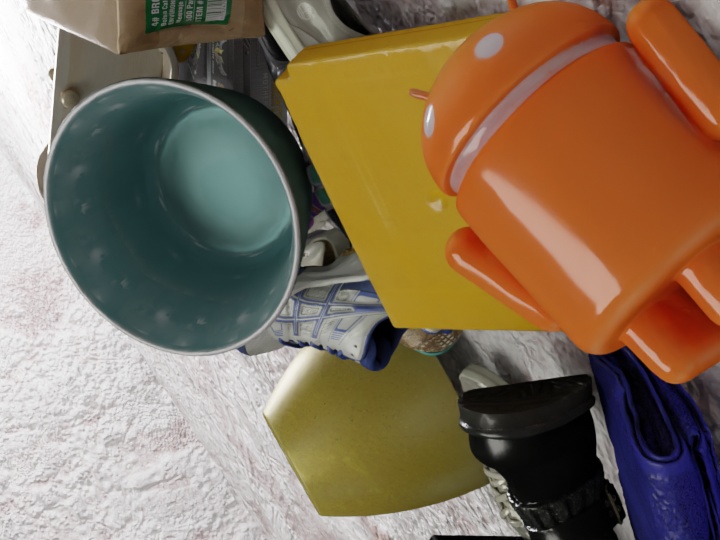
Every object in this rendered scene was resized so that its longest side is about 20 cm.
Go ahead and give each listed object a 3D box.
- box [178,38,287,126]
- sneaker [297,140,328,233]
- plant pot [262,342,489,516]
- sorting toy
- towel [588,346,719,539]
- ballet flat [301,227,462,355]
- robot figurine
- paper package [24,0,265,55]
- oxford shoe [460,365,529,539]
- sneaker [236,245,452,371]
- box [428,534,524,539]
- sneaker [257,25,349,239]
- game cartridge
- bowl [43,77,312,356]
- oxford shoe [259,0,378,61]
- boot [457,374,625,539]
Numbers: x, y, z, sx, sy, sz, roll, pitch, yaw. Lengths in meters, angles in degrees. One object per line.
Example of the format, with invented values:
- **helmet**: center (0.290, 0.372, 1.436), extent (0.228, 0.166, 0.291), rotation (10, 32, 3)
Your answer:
- **box**: center (-0.114, -0.130, 1.096), extent (0.158, 0.048, 0.201), rotation (33, 128, 51)
- **sneaker**: center (-0.074, -0.060, 1.193), extent (0.081, 0.083, 0.200), rotation (55, 165, 0)
- **plant pot**: center (0.001, 0.129, 1.189), extent (0.201, 0.141, 0.200), rotation (59, 173, 12)
- **sorting toy**: center (-0.212, -0.185, 1.110), extent (0.180, 0.106, 0.201), rotation (-119, 33, -42)
- **towel**: center (0.190, 0.145, 0.827), extent (0.148, 0.049, 0.201), rotation (-100, -7, -63)
- **ballet flat**: center (0.000, 0.000, 1.115), extent (0.199, 0.070, 0.066), rotation (23, 138, 32)
- **robot figurine**: center (0.106, -0.041, 0.649), extent (0.200, 0.116, 0.144), rotation (50, 164, 17)
- **paper package**: center (-0.145, -0.251, 0.866), extent (0.190, 0.103, 0.201), rotation (31, 127, 54)
- **oxford shoe**: center (0.128, 0.164, 1.079), extent (0.201, 0.058, 0.075), rotation (60, 166, -11)
- **sneaker**: center (-0.019, 0.039, 1.042), extent (0.075, 0.199, 0.089), rotation (5, -114, -55)
- **box**: center (0.139, 0.322, 1.110), extent (0.199, 0.124, 0.198), rotation (15, -157, -51)
- **sneaker**: center (-0.019, -0.116, 0.980), extent (0.088, 0.074, 0.201), rotation (-133, 22, -75)
- **game cartridge**: center (0.054, -0.050, 0.827), extent (0.175, 0.032, 0.201), rotation (0, 125, 41)
- **bowl**: center (-0.113, -0.051, 0.992), extent (0.199, 0.105, 0.202), rotation (9, 115, 21)
- **oxford shoe**: center (0.010, -0.112, 0.896), extent (0.200, 0.058, 0.075), rotation (54, -167, -19)
- **boot**: center (0.123, 0.148, 0.871), extent (0.211, 0.079, 0.159), rotation (7, -106, -72)
